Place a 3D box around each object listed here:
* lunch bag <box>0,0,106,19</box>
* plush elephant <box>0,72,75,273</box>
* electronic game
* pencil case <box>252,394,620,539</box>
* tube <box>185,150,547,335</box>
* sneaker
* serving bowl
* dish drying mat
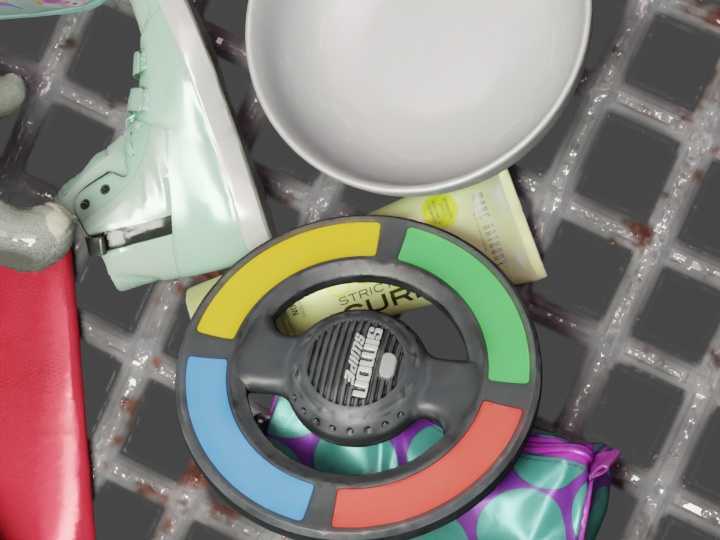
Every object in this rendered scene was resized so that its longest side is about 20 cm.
[{"bbox_3d":[-0.204,-0.249,1.507,0.160,0.077,0.201,-3,80,38],"label":"lunch bag"},{"bbox_3d":[-0.258,-0.081,1.467,0.199,0.165,0.156,25,61,-16],"label":"plush elephant"},{"bbox_3d":[-0.001,0.057,1.390,0.199,0.042,0.201,-3,58,4],"label":"electronic game"},{"bbox_3d":[0.041,0.106,1.430,0.199,0.085,0.093,18,123,13],"label":"pencil case"},{"bbox_3d":[0.000,0.000,1.470,0.199,0.058,0.052,-19,48,7],"label":"tube"},{"bbox_3d":[-0.134,-0.088,1.491,0.118,0.074,0.201,-19,84,4],"label":"sneaker"},{"bbox_3d":[0.038,-0.134,1.456,0.199,0.066,0.201,-3,77,15],"label":"serving bowl"},{"bbox_3d":[-0.200,0.068,1.527,0.076,0.018,0.201,-7,83,14],"label":"dish drying mat"}]
